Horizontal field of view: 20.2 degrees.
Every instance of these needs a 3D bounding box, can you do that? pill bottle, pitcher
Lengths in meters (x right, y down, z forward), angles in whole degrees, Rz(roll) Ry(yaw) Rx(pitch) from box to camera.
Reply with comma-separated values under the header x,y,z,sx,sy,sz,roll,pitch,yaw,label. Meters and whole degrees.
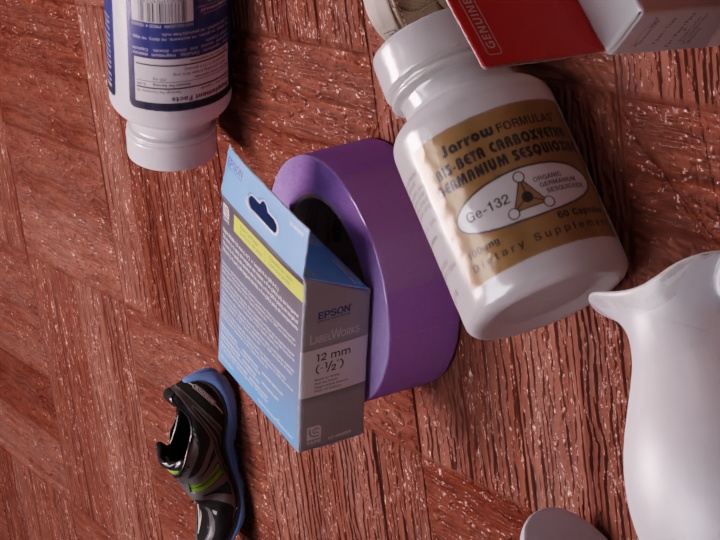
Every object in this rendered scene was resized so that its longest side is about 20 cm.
x,y,z,sx,sy,sz,roll,pitch,yaw,label
-0.168,-0.193,1.778,0.111,0.111,0.200,44,141,48,pill bottle
0.216,0.080,1.140,0.172,0.121,0.200,-44,52,53,pitcher
0.085,-0.066,1.318,0.200,0.114,0.114,67,154,16,pill bottle

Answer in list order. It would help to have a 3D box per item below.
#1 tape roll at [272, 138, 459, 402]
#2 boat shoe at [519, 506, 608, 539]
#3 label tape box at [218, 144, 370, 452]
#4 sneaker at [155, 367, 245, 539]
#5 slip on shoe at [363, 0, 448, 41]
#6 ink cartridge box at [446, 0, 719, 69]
x,y,z,sx,sy,sz,roll,pitch,yaw,label
0.000,0.000,1.590,0.200,0.066,0.201,40,137,51,tape roll
0.166,0.255,1.384,0.200,0.068,0.057,58,150,28,boat shoe
-0.052,0.017,1.558,0.143,0.066,0.200,45,139,47,label tape box
-0.163,0.193,2.010,0.071,0.083,0.200,33,132,56,sneaker
0.019,-0.258,1.423,0.060,0.076,0.200,-24,70,25,slip on shoe
0.104,-0.208,1.125,0.045,0.176,0.200,-53,56,47,ink cartridge box
